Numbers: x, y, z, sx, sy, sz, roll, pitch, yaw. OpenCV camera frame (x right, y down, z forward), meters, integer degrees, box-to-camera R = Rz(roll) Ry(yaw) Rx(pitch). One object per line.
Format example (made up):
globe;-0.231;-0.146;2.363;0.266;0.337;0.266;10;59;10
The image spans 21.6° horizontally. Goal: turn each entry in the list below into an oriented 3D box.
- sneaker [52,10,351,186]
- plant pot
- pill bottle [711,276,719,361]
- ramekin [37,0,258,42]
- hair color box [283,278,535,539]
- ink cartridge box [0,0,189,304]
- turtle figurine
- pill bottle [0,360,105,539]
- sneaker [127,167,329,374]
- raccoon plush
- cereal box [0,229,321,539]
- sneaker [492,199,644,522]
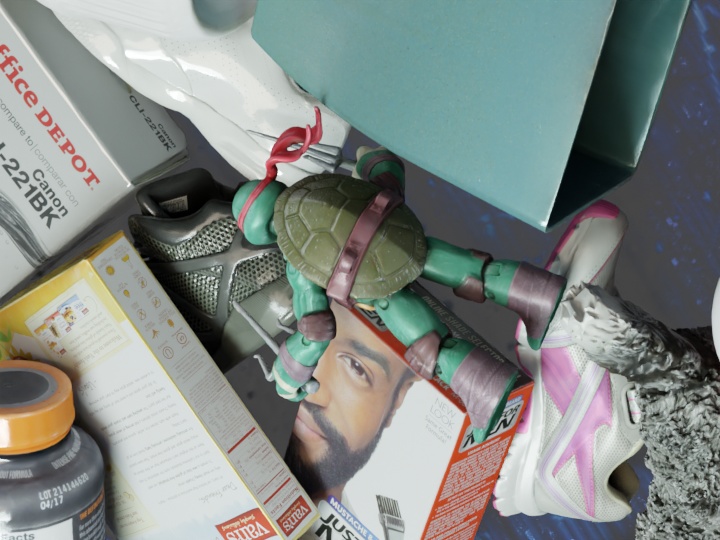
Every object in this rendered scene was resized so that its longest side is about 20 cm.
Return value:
sneaker;-0.088;-0.132;1.089;0.199;0.075;0.089;37;104;-2
plant pot;0.054;-0.135;0.996;0.199;0.141;0.142;23;114;20
pill bottle;0.236;0.013;0.939;0.111;0.200;0.113;6;110;18
ramekin;-0.087;-0.211;0.978;0.094;0.202;0.204;25;114;14
hair color box;0.016;0.114;1.087;0.111;0.064;0.201;41;131;30
ink cartridge box;-0.225;-0.064;1.144;0.200;0.084;0.145;-36;92;25
turtle figurine;0.000;0.000;0.984;0.199;0.101;0.150;28;78;11
pill bottle;-0.198;0.155;1.088;0.105;0.106;0.202;10;114;17
sneaker;-0.105;0.011;1.121;0.115;0.076;0.199;54;135;3
raccoon plush;0.152;0.093;0.999;0.199;0.097;0.134;30;109;-15
cereal box;-0.127;0.087;1.099;0.143;0.040;0.201;-25;103;47
sneaker;0.134;0.055;1.062;0.088;0.081;0.201;13;119;14
